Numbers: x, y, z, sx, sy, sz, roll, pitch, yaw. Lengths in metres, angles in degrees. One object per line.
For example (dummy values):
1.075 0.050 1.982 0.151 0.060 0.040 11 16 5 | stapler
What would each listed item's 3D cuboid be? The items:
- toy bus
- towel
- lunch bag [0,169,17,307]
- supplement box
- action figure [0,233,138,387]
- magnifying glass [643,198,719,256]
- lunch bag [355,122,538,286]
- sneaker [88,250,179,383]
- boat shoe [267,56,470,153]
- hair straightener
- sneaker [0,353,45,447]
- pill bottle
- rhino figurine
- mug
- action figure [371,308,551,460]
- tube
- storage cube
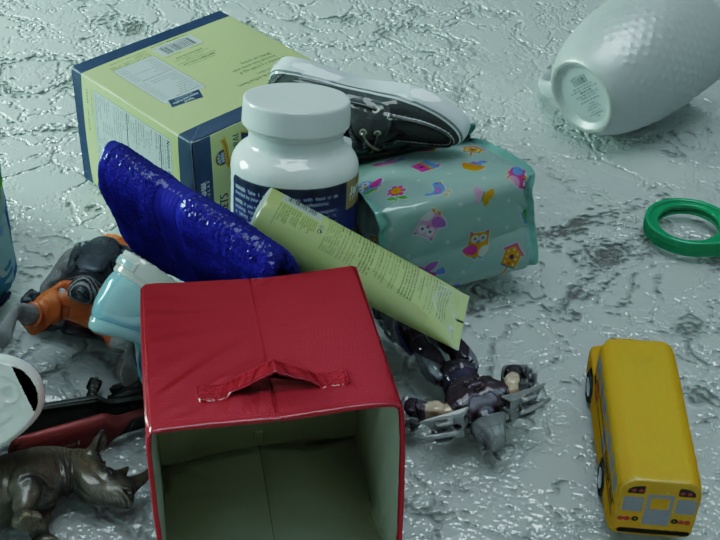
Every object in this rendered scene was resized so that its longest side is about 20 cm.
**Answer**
0.223 0.123 1.027 0.065 0.079 0.201 3 38 2 | toy bus
-0.131 -0.014 1.062 0.199 0.148 0.050 31 70 25 | towel
-0.372 -0.030 1.102 0.082 0.201 0.161 10 30 14 | lunch bag
-0.155 -0.147 1.317 0.199 0.135 0.199 -29 47 -34 | supplement box
-0.207 0.023 1.113 0.198 0.105 0.194 6 25 -2 | action figure
0.381 -0.030 1.271 0.199 0.023 0.080 13 39 19 | magnifying glass
0.056 -0.067 1.238 0.169 0.123 0.200 -14 29 -15 | lunch bag
-0.140 0.067 1.038 0.082 0.200 0.074 -54 32 -7 | sneaker
0.000 -0.142 1.192 0.199 0.070 0.067 19 69 9 | boat shoe
-0.204 0.104 1.067 0.199 0.041 0.077 -17 42 -23 | hair straightener
-0.312 0.095 0.995 0.199 0.081 0.146 -21 10 15 | sneaker
-0.060 -0.059 1.139 0.115 0.201 0.116 2 25 -1 | pill bottle
-0.254 0.170 0.966 0.199 0.060 0.088 -12 41 -19 | rhino figurine
0.289 -0.233 1.458 0.175 0.148 0.200 -34 19 -28 | mug
0.080 0.086 1.084 0.129 0.070 0.200 -7 42 -22 | action figure
0.000 0.000 1.066 0.199 0.052 0.058 27 77 -7 | tube
-0.067 0.119 0.931 0.170 0.201 0.180 -6 32 -8 | storage cube
